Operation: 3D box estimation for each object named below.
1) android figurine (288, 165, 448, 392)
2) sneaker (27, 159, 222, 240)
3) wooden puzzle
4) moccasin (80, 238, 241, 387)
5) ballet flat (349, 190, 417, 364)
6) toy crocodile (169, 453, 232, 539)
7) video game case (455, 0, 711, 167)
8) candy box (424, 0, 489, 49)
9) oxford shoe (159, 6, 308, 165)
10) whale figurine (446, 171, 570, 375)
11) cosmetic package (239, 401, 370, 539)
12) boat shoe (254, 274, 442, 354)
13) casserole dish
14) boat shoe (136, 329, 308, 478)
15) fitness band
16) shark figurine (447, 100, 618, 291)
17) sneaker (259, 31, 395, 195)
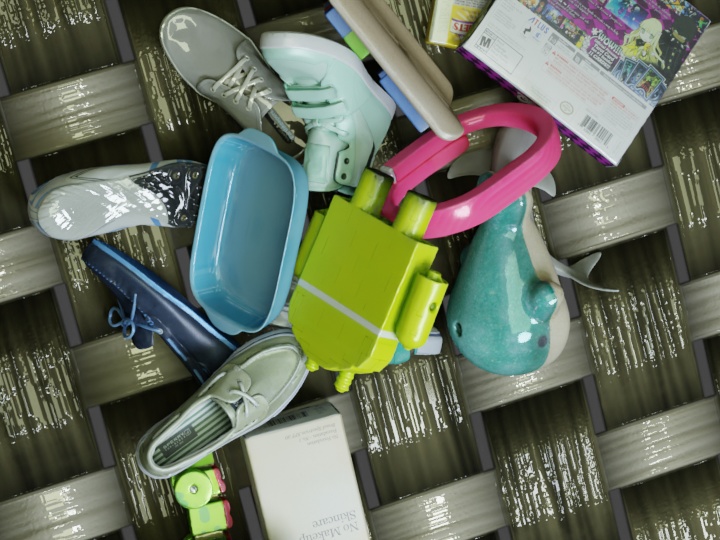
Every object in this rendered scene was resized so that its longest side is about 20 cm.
[{"bbox_3d":[0.002,0.012,1.590,0.041,0.181,0.202,11,103,-47],"label":"android figurine"},{"bbox_3d":[-0.224,-0.073,1.653,0.198,0.072,0.073,-8,113,-24],"label":"sneaker"},{"bbox_3d":[0.023,-0.206,1.625,0.046,0.200,0.186,-38,102,12],"label":"wooden puzzle"},{"bbox_3d":[-0.196,0.052,1.661,0.200,0.080,0.068,41,92,-11],"label":"moccasin"},{"bbox_3d":[0.000,0.000,1.661,0.070,0.068,0.202,-10,62,-9],"label":"ballet flat"},{"bbox_3d":[-0.151,0.248,1.694,0.061,0.067,0.202,-8,97,-10],"label":"toy crocodile"},{"bbox_3d":[0.222,-0.234,1.706,0.199,0.036,0.182,35,83,-11],"label":"video game case"},{"bbox_3d":[0.169,-0.262,1.728,0.198,0.026,0.103,9,94,-12],"label":"candy box"},{"bbox_3d":[-0.113,-0.180,1.666,0.075,0.058,0.200,-45,101,-2],"label":"oxford shoe"},{"bbox_3d":[0.133,0.009,1.680,0.103,0.159,0.202,-19,117,-24],"label":"whale figurine"},{"bbox_3d":[-0.050,0.244,1.712,0.103,0.073,0.202,-15,97,-8],"label":"cosmetic package"},{"bbox_3d":[-0.011,0.040,1.701,0.198,0.072,0.063,12,89,-11],"label":"boat shoe"},{"bbox_3d":[-0.103,-0.037,1.636,0.039,0.121,0.202,-10,118,-48],"label":"casserole dish"},{"bbox_3d":[-0.124,0.131,1.626,0.200,0.062,0.072,-40,99,-11],"label":"boat shoe"},{"bbox_3d":[0.103,-0.099,1.649,0.200,0.143,0.038,-37,124,-26],"label":"fitness band"},{"bbox_3d":[0.171,-0.063,1.719,0.127,0.089,0.216,-21,97,-7],"label":"shark figurine"},{"bbox_3d":[-0.036,-0.141,1.609,0.200,0.073,0.119,35,66,-52],"label":"sneaker"}]
